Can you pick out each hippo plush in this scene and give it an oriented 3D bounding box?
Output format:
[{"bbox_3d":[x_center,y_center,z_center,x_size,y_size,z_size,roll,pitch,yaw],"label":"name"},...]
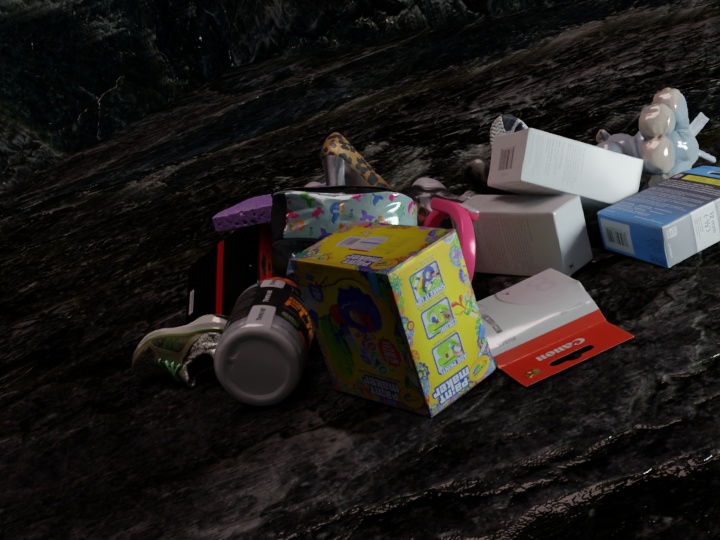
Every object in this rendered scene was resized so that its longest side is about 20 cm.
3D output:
[{"bbox_3d":[0.438,-0.201,1.857,0.159,0.161,0.200,-1,26,38],"label":"hippo plush"}]

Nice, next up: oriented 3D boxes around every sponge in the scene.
[{"bbox_3d":[-0.123,-0.100,1.836,0.198,0.030,0.111,-8,14,35],"label":"sponge"}]

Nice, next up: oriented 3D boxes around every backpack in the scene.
[{"bbox_3d":[-0.016,-0.046,1.652,0.197,0.153,0.178,-6,-11,8],"label":"backpack"}]

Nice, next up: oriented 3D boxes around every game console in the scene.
[{"bbox_3d":[-0.210,0.019,1.875,0.176,0.031,0.201,-37,34,24],"label":"game console"}]

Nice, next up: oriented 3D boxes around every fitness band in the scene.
[{"bbox_3d":[0.120,-0.028,1.711,0.037,0.146,0.200,12,6,-18],"label":"fitness band"}]

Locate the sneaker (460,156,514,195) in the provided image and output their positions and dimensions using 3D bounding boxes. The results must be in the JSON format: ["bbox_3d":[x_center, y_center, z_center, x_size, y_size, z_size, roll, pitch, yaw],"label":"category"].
[{"bbox_3d":[0.218,-0.155,1.911,0.079,0.075,0.200,-48,-20,3],"label":"sneaker"}]

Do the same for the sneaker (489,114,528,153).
[{"bbox_3d":[0.275,-0.161,1.869,0.079,0.200,0.130,-40,2,16],"label":"sneaker"}]

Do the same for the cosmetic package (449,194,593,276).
[{"bbox_3d":[0.233,-0.053,1.730,0.071,0.103,0.199,-31,24,-37],"label":"cosmetic package"}]

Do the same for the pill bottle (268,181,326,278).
[{"bbox_3d":[-0.078,-0.073,1.932,0.200,0.111,0.111,-44,16,11],"label":"pill bottle"}]

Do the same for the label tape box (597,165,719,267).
[{"bbox_3d":[0.457,-0.081,1.666,0.198,0.067,0.143,-23,20,-21],"label":"label tape box"}]

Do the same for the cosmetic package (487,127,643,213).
[{"bbox_3d":[0.301,-0.143,1.737,0.197,0.082,0.113,11,-4,-22],"label":"cosmetic package"}]

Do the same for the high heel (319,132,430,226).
[{"bbox_3d":[0.031,-0.137,1.806,0.198,0.144,0.071,12,-34,-30],"label":"high heel"}]

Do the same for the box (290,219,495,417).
[{"bbox_3d":[0.040,0.054,1.475,0.121,0.195,0.199,-31,23,-31],"label":"box"}]

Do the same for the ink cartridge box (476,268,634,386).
[{"bbox_3d":[0.225,0.067,1.498,0.161,0.058,0.200,-23,15,-14],"label":"ink cartridge box"}]

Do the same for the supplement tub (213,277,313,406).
[{"bbox_3d":[-0.128,0.090,1.633,0.121,0.124,0.200,-14,20,10],"label":"supplement tub"}]

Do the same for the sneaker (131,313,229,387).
[{"bbox_3d":[-0.262,0.131,1.728,0.198,0.077,0.089,-23,45,29],"label":"sneaker"}]

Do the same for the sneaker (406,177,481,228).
[{"bbox_3d":[0.138,-0.077,1.931,0.199,0.076,0.114,24,61,40],"label":"sneaker"}]
